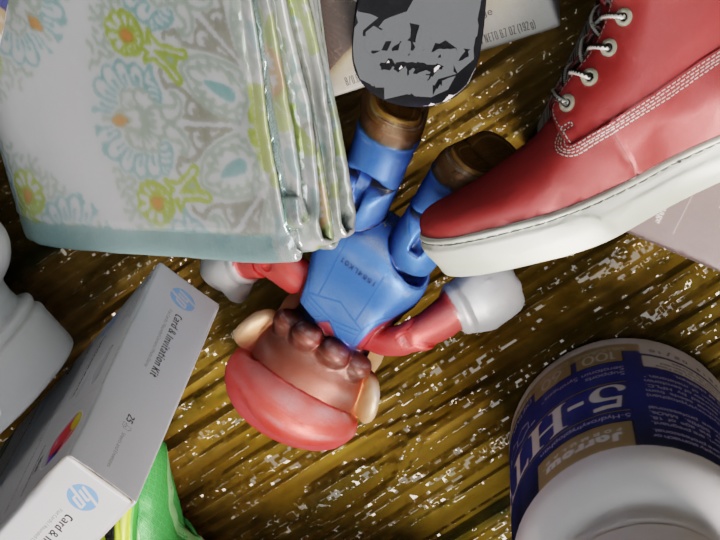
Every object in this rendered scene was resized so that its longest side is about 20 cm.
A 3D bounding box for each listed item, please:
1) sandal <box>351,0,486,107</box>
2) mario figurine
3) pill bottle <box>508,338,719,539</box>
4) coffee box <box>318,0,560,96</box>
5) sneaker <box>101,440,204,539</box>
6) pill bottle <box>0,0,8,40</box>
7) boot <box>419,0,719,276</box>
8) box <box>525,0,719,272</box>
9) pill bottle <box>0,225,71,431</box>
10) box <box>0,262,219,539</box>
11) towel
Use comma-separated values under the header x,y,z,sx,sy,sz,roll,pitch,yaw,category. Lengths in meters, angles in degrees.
x,y,z,sx,sy,sz,roll,pitch,yaw,category
0.030,-0.165,0.863,0.076,0.043,0.201,-2,111,2,sandal
0.000,0.000,0.996,0.106,0.124,0.200,3,131,-39,mario figurine
0.130,0.123,0.970,0.119,0.200,0.120,1,111,2,pill bottle
0.008,-0.194,0.919,0.113,0.080,0.201,-17,109,10,coffee box
-0.090,0.169,1.079,0.083,0.074,0.201,-18,109,-15,sneaker
-0.195,-0.195,0.891,0.110,0.111,0.201,10,88,-1,pill bottle
0.097,-0.092,0.871,0.199,0.072,0.145,-26,107,3,boot
0.186,-0.053,0.969,0.199,0.075,0.100,24,110,-4,box
-0.237,-0.006,0.976,0.120,0.120,0.200,-39,105,16,pill bottle
-0.154,0.107,0.982,0.041,0.156,0.200,36,122,-11,box
-0.097,-0.091,0.944,0.199,0.048,0.172,4,112,36,towel
